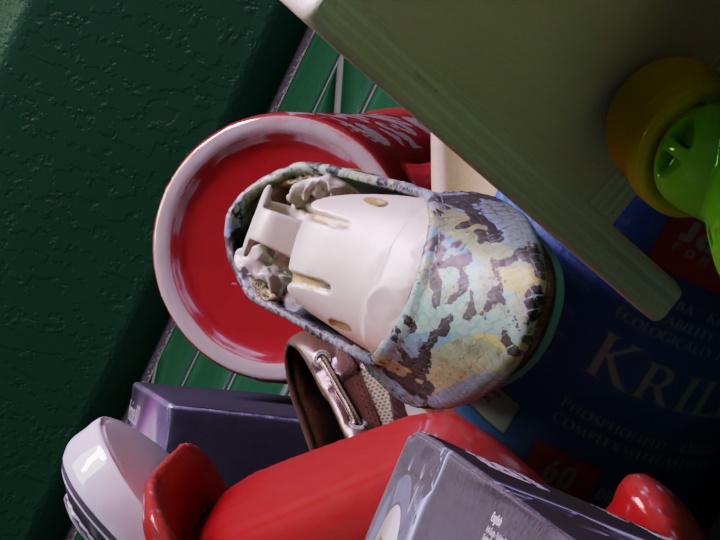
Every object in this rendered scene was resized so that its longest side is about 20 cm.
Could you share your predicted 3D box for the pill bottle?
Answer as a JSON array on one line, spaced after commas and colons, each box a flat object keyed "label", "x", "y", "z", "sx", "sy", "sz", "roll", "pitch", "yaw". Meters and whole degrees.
[{"label": "pill bottle", "x": 0.102, "y": -0.017, "z": 0.911, "sx": 0.112, "sy": 0.112, "sz": 0.201, "roll": -82, "pitch": 17, "yaw": -62}]

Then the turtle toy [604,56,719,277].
[{"label": "turtle toy", "x": 0.157, "y": -0.053, "z": 0.691, "sx": 0.201, "sy": 0.101, "sz": 0.146, "roll": -61, "pitch": 32, "yaw": 17}]

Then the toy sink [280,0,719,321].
[{"label": "toy sink", "x": 0.039, "y": -0.095, "z": 0.777, "sx": 0.112, "sy": 0.200, "sz": 0.130, "roll": -49, "pitch": 48, "yaw": 3}]

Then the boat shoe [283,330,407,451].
[{"label": "boat shoe", "x": 0.010, "y": 0.111, "z": 1.035, "sx": 0.075, "sy": 0.074, "sz": 0.203, "roll": 115, "pitch": 148, "yaw": -57}]

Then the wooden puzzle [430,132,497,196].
[{"label": "wooden puzzle", "x": 0.107, "y": -0.092, "z": 1.052, "sx": 0.200, "sy": 0.037, "sz": 0.185, "roll": -35, "pitch": 17, "yaw": 14}]

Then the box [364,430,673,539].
[{"label": "box", "x": 0.080, "y": 0.108, "z": 0.518, "sx": 0.200, "sy": 0.163, "sz": 0.086, "roll": -158, "pitch": 92, "yaw": -82}]

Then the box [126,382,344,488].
[{"label": "box", "x": -0.046, "y": 0.152, "z": 1.180, "sx": 0.200, "sy": 0.123, "sz": 0.200, "roll": 178, "pitch": 100, "yaw": -81}]

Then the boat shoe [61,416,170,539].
[{"label": "boat shoe", "x": -0.058, "y": 0.131, "z": 0.974, "sx": 0.068, "sy": 0.200, "sz": 0.072, "roll": -32, "pitch": 41, "yaw": 5}]

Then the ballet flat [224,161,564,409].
[{"label": "ballet flat", "x": 0.000, "y": 0.000, "z": 0.905, "sx": 0.075, "sy": 0.074, "sz": 0.200, "roll": -67, "pitch": 18, "yaw": -4}]

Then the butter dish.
[{"label": "butter dish", "x": 0.038, "y": 0.114, "z": 0.836, "sx": 0.147, "sy": 0.201, "sz": 0.199, "roll": -32, "pitch": 0, "yaw": 0}]

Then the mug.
[{"label": "mug", "x": 0.005, "y": -0.025, "z": 1.206, "sx": 0.178, "sy": 0.133, "sz": 0.200, "roll": -49, "pitch": -12, "yaw": 10}]
